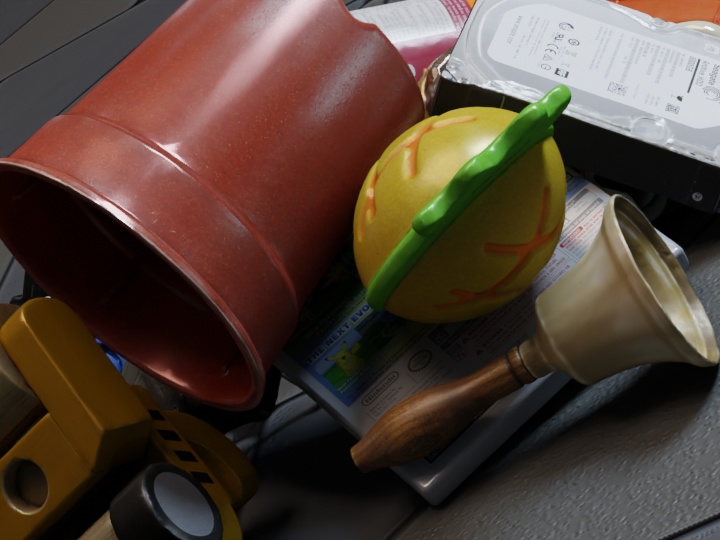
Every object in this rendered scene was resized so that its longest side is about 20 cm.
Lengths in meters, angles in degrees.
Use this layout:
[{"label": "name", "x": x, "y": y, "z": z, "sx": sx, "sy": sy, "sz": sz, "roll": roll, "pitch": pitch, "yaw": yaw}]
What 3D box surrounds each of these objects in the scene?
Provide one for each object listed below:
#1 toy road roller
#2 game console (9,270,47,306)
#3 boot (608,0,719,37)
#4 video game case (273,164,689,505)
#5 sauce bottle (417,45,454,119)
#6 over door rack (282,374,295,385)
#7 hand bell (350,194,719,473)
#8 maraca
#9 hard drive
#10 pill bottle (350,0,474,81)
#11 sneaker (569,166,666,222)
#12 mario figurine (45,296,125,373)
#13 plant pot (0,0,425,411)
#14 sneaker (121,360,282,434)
[{"label": "toy road roller", "x": -0.148, "y": 0.114, "z": 1.566, "sx": 0.123, "sy": 0.200, "sz": 0.146, "roll": -44, "pitch": -12, "yaw": 25}, {"label": "game console", "x": -0.203, "y": -0.013, "z": 1.929, "sx": 0.116, "sy": 0.176, "sz": 0.200, "roll": 11, "pitch": 10, "yaw": 30}, {"label": "boot", "x": 0.178, "y": -0.151, "z": 1.831, "sx": 0.200, "sy": 0.075, "sz": 0.107, "roll": -15, "pitch": 33, "yaw": 40}, {"label": "video game case", "x": 0.057, "y": 0.015, "z": 1.583, "sx": 0.200, "sy": 0.022, "sz": 0.182, "roll": -43, "pitch": 49, "yaw": -9}, {"label": "sauce bottle", "x": 0.046, "y": -0.076, "z": 1.785, "sx": 0.066, "sy": 0.066, "sz": 0.200, "roll": -45, "pitch": -5, "yaw": -26}, {"label": "over door rack", "x": 0.000, "y": 0.000, "z": 1.718, "sx": 0.200, "sy": 0.067, "sz": 0.148, "roll": -11, "pitch": 50, "yaw": 43}, {"label": "hand bell", "x": 0.080, "y": 0.055, "z": 1.486, "sx": 0.200, "sy": 0.104, "sz": 0.104, "roll": -32, "pitch": 20, "yaw": 16}, {"label": "maraca", "x": 0.057, "y": -0.036, "z": 1.494, "sx": 0.137, "sy": 0.107, "sz": 0.200, "roll": -46, "pitch": -5, "yaw": -19}, {"label": "hard drive", "x": 0.152, "y": -0.105, "z": 1.625, "sx": 0.140, "sy": 0.200, "sz": 0.038, "roll": -64, "pitch": -8, "yaw": -53}, {"label": "pill bottle", "x": 0.001, "y": -0.122, "z": 1.877, "sx": 0.200, "sy": 0.110, "sz": 0.110, "roll": -13, "pitch": 16, "yaw": -15}, {"label": "sneaker", "x": 0.145, "y": -0.070, "z": 1.690, "sx": 0.079, "sy": 0.078, "sz": 0.200, "roll": -30, "pitch": 31, "yaw": 25}, {"label": "mario figurine", "x": -0.150, "y": 0.053, "z": 1.785, "sx": 0.106, "sy": 0.124, "sz": 0.200, "roll": 16, "pitch": 52, "yaw": 20}, {"label": "plant pot", "x": -0.077, "y": -0.059, "z": 1.567, "sx": 0.195, "sy": 0.201, "sz": 0.201, "roll": -51, "pitch": 25, "yaw": -20}, {"label": "sneaker", "x": -0.097, "y": 0.078, "z": 1.673, "sx": 0.104, "sy": 0.060, "sz": 0.200, "roll": 13, "pitch": 84, "yaw": 45}]
